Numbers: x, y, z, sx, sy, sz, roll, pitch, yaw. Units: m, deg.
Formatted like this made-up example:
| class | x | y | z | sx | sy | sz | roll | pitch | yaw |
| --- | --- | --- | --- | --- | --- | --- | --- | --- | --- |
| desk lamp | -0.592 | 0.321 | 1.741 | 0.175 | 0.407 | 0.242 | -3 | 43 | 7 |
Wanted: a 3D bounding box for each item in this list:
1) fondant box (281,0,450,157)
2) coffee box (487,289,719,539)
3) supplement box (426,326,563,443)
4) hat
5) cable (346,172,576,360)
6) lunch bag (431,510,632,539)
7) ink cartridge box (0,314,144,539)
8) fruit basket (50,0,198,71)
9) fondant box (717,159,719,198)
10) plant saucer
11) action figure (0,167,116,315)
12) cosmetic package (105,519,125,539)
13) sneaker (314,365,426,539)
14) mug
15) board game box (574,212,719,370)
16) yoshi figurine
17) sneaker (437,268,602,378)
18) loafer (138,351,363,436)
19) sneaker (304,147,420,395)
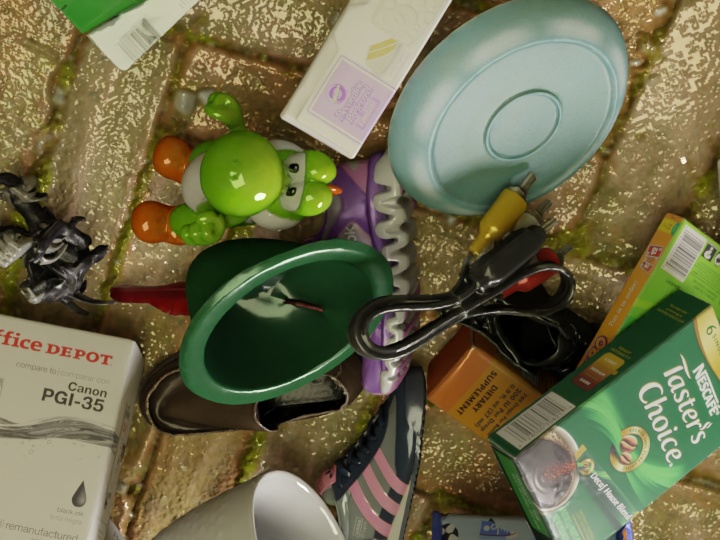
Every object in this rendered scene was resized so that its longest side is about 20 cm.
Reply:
| class | x | y | z | sx | sy | sz | roll | pitch | yaw |
| --- | --- | --- | --- | --- | --- | --- | --- | --- | --- |
| fondant box | 0.006 | -0.157 | 1.099 | 0.058 | 0.200 | 0.144 | 32 | 95 | -4 |
| coffee box | 0.202 | 0.119 | 1.193 | 0.200 | 0.044 | 0.123 | -35 | 119 | -16 |
| supplement box | 0.151 | 0.125 | 1.291 | 0.200 | 0.069 | 0.067 | 34 | 111 | -12 |
| hat | -0.100 | -0.010 | 1.207 | 0.200 | 0.176 | 0.166 | -28 | 144 | -6 |
| cable | 0.081 | 0.018 | 1.169 | 0.200 | 0.050 | 0.097 | -35 | 105 | -14 |
| lunch bag | 0.150 | 0.286 | 1.312 | 0.170 | 0.124 | 0.200 | -1 | 141 | 14 |
| ink cartridge box | -0.269 | 0.143 | 1.267 | 0.146 | 0.083 | 0.200 | 11 | 75 | 0 |
| fruit basket | -0.170 | -0.281 | 1.163 | 0.200 | 0.094 | 0.185 | -44 | 103 | 2 |
| fondant box | 0.361 | 0.000 | 1.215 | 0.144 | 0.058 | 0.200 | -12 | 111 | -7 |
| plant saucer | 0.116 | -0.113 | 1.163 | 0.200 | 0.027 | 0.200 | -17 | 137 | -16 |
| action figure | -0.280 | -0.034 | 1.240 | 0.119 | 0.102 | 0.200 | -18 | 109 | 45 |
| cosmetic package | -0.226 | 0.357 | 1.337 | 0.123 | 0.200 | 0.200 | -29 | 106 | 12 |
| sneaker | 0.006 | 0.168 | 1.316 | 0.082 | 0.070 | 0.200 | 11 | 110 | -2 |
| mug | -0.104 | 0.287 | 1.269 | 0.175 | 0.148 | 0.200 | -29 | 67 | 22 |
| board game box | 0.226 | 0.064 | 1.230 | 0.095 | 0.030 | 0.200 | 31 | 87 | -33 |
| yoshi figurine | -0.104 | -0.068 | 1.160 | 0.200 | 0.112 | 0.113 | -2 | 115 | 51 |
| sneaker | 0.150 | 0.057 | 1.244 | 0.200 | 0.104 | 0.060 | 36 | 110 | -9 |
| loafer | -0.091 | 0.097 | 1.296 | 0.200 | 0.071 | 0.073 | -13 | 109 | 9 |
| sneaker | 0.000 | 0.000 | 1.250 | 0.088 | 0.080 | 0.201 | 0 | 101 | 11 |
